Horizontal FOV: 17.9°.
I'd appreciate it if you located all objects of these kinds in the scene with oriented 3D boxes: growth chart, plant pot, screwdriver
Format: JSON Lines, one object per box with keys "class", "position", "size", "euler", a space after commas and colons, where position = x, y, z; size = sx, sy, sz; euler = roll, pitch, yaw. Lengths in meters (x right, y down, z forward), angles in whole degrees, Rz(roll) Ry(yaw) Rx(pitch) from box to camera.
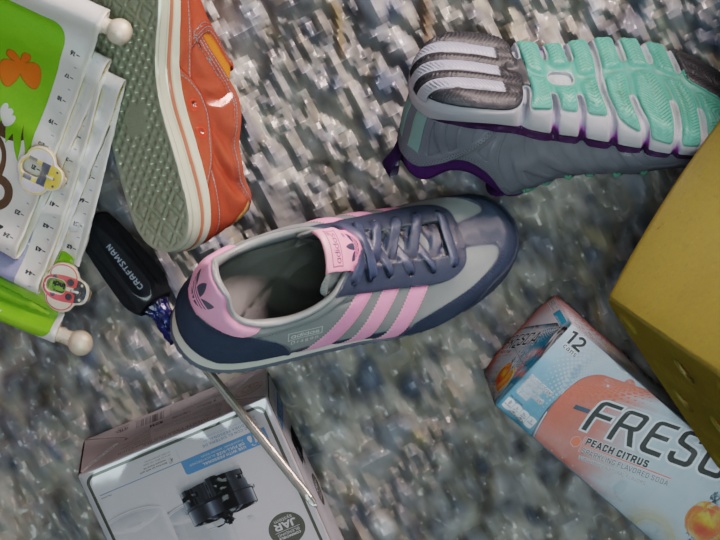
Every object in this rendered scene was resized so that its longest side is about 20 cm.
{"class": "growth chart", "position": [-0.193, -0.066, 1.203], "size": [0.144, 0.018, 0.201], "euler": [15, 108, 12]}
{"class": "plant pot", "position": [0.248, 0.026, 1.150], "size": [0.176, 0.200, 0.200], "euler": [-39, 117, -5]}
{"class": "screwdriver", "position": [-0.088, 0.050, 1.211], "size": [0.029, 0.028, 0.200], "euler": [-26, 72, -30]}

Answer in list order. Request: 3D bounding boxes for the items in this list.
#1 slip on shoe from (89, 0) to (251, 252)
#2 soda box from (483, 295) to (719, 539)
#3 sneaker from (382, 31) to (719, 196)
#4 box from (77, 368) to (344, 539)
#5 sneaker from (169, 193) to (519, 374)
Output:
{"class": "slip on shoe", "position": [-0.101, -0.111, 1.199], "size": [0.061, 0.074, 0.201], "euler": [-17, 98, -45]}
{"class": "soda box", "position": [0.162, 0.104, 1.263], "size": [0.200, 0.068, 0.064], "euler": [40, 98, -11]}
{"class": "sneaker", "position": [0.113, -0.076, 1.230], "size": [0.199, 0.075, 0.088], "euler": [8, 139, -15]}
{"class": "box", "position": [-0.065, 0.169, 1.268], "size": [0.116, 0.060, 0.201], "euler": [-21, 105, 1]}
{"class": "sneaker", "position": [0.000, 0.000, 1.196], "size": [0.199, 0.082, 0.070], "euler": [-20, 73, -18]}
